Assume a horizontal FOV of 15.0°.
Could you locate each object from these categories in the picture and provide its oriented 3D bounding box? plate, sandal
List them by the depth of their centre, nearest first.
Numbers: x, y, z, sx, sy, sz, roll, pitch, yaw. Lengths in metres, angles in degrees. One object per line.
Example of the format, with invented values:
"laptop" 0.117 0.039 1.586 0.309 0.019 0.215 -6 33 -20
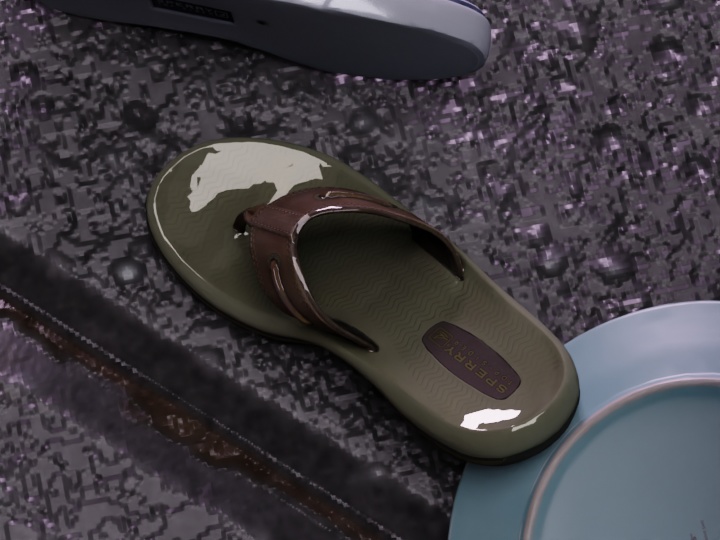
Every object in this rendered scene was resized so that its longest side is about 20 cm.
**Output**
"plate" 0.128 0.109 1.017 0.199 0.026 0.201 -2 79 12
"sandal" 0.001 0.000 1.050 0.201 0.057 0.080 31 71 28

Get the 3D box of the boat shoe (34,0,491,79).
"boat shoe" -0.038 -0.141 1.105 0.199 0.071 0.091 13 74 4
